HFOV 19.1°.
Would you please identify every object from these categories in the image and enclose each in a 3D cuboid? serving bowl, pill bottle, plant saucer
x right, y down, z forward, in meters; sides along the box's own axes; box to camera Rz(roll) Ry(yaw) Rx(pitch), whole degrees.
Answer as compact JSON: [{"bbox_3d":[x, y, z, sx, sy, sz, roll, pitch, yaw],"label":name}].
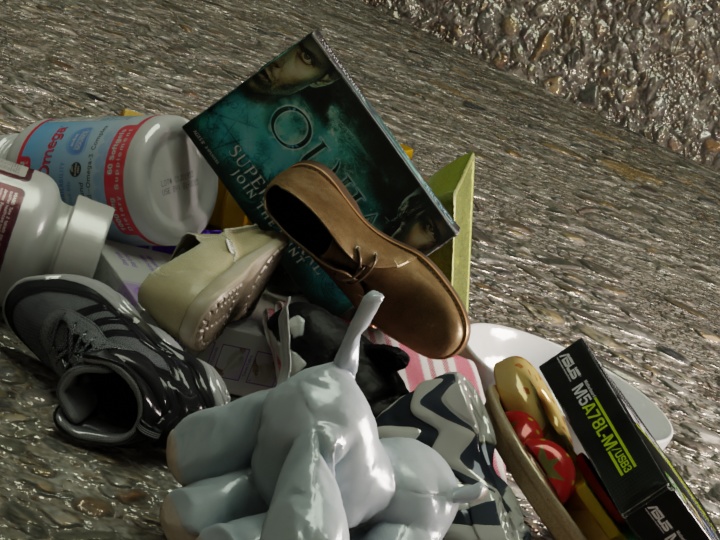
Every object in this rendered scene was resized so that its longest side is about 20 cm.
[{"bbox_3d":[0.163,0.121,1.818,0.200,0.066,0.200,24,16,-7],"label":"serving bowl"},{"bbox_3d":[-0.226,-0.074,1.782,0.200,0.109,0.109,0,1,35],"label":"pill bottle"},{"bbox_3d":[-0.297,-0.036,1.637,0.200,0.110,0.110,19,15,-8],"label":"pill bottle"},{"bbox_3d":[0.066,0.008,1.873,0.048,0.200,0.200,4,13,7],"label":"plant saucer"}]

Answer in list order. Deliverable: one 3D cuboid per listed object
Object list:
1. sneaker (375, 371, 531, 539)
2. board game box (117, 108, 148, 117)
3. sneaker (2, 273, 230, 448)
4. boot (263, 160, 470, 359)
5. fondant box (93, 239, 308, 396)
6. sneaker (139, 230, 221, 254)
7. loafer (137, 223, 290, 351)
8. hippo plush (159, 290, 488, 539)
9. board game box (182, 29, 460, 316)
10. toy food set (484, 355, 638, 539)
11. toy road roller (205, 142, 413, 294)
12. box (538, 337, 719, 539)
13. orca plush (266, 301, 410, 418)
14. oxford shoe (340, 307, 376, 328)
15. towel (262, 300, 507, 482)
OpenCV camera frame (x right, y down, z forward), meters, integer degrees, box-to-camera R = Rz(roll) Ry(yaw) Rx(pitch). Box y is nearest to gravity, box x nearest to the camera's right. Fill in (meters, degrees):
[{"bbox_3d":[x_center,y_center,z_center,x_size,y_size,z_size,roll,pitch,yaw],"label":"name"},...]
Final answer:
[{"bbox_3d":[0.042,0.179,1.458,0.079,0.129,0.199,35,34,-65],"label":"sneaker"},{"bbox_3d":[-0.153,-0.073,1.934,0.200,0.040,0.153,15,-27,-24],"label":"board game box"},{"bbox_3d":[-0.193,0.063,1.506,0.200,0.076,0.114,31,14,22],"label":"sneaker"},{"bbox_3d":[0.000,0.000,1.661,0.200,0.074,0.075,44,20,5],"label":"boot"},{"bbox_3d":[-0.117,0.044,1.718,0.200,0.058,0.144,12,18,-30],"label":"fondant box"},{"bbox_3d":[-0.103,-0.005,1.890,0.200,0.070,0.100,12,20,-32],"label":"sneaker"},{"bbox_3d":[-0.111,0.000,1.628,0.068,0.076,0.200,31,18,6],"label":"loafer"},{"bbox_3d":[-0.022,0.140,1.361,0.159,0.200,0.161,-5,-28,41],"label":"hippo plush"},{"bbox_3d":[-0.031,-0.074,1.716,0.200,0.135,0.028,54,14,-7],"label":"board game box"},{"bbox_3d":[0.156,0.160,1.558,0.198,0.049,0.200,53,6,-10],"label":"toy food set"},{"bbox_3d":[-0.055,-0.063,1.838,0.146,0.123,0.200,22,14,24],"label":"toy road roller"},{"bbox_3d":[0.219,0.171,1.540,0.200,0.047,0.193,52,9,-31],"label":"box"},{"bbox_3d":[0.009,0.091,1.576,0.105,0.071,0.200,0,49,-42],"label":"orca plush"},{"bbox_3d":[-0.008,0.051,1.816,0.073,0.071,0.200,13,-2,1],"label":"oxford shoe"},{"bbox_3d":[0.019,0.105,1.658,0.200,0.030,0.147,18,40,-27],"label":"towel"}]
